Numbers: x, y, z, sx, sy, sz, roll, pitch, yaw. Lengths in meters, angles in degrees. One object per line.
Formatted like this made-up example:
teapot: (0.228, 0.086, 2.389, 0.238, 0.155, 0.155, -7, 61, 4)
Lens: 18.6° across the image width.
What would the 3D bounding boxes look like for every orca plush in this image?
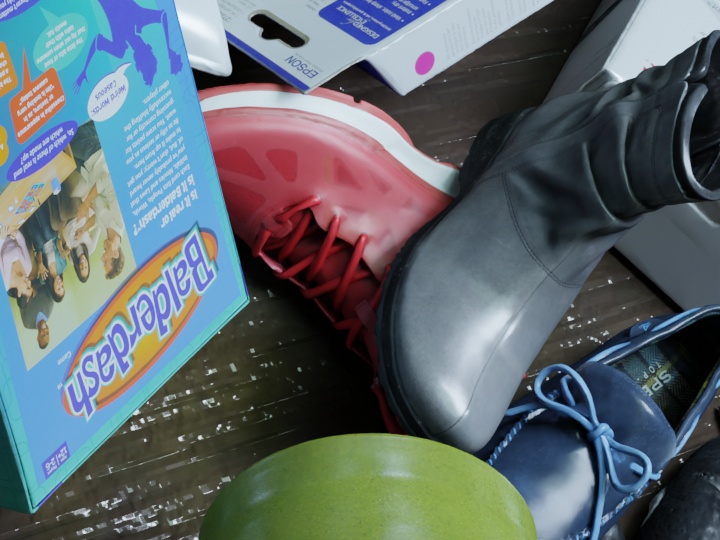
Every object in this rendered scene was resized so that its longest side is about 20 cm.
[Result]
orca plush: (0.176, 0.127, 0.990, 0.105, 0.071, 0.200, 51, 44, 1)

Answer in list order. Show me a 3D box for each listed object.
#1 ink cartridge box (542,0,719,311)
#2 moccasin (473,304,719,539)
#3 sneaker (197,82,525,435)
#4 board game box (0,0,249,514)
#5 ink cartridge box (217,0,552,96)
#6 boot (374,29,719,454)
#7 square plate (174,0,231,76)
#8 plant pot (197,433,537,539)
ink cartridge box: (0.184, -0.089, 1.124, 0.146, 0.086, 0.200, 42, 47, -9)
moccasin: (0.103, 0.065, 0.971, 0.080, 0.068, 0.200, 44, 45, 2)
sneaker: (0.000, 0.000, 0.929, 0.199, 0.078, 0.116, 16, 53, -29)
board game box: (-0.117, -0.037, 0.805, 0.152, 0.045, 0.201, -45, 132, -46)
ink cartridge box: (0.030, -0.133, 0.968, 0.199, 0.037, 0.095, -31, 43, -22)
boot: (0.087, -0.018, 0.888, 0.070, 0.131, 0.201, 44, 46, -26)
square plate: (-0.151, -0.179, 0.921, 0.199, 0.028, 0.199, 16, 39, -32)
plant pot: (0.004, 0.168, 0.761, 0.199, 0.200, 0.194, 25, 39, -24)
